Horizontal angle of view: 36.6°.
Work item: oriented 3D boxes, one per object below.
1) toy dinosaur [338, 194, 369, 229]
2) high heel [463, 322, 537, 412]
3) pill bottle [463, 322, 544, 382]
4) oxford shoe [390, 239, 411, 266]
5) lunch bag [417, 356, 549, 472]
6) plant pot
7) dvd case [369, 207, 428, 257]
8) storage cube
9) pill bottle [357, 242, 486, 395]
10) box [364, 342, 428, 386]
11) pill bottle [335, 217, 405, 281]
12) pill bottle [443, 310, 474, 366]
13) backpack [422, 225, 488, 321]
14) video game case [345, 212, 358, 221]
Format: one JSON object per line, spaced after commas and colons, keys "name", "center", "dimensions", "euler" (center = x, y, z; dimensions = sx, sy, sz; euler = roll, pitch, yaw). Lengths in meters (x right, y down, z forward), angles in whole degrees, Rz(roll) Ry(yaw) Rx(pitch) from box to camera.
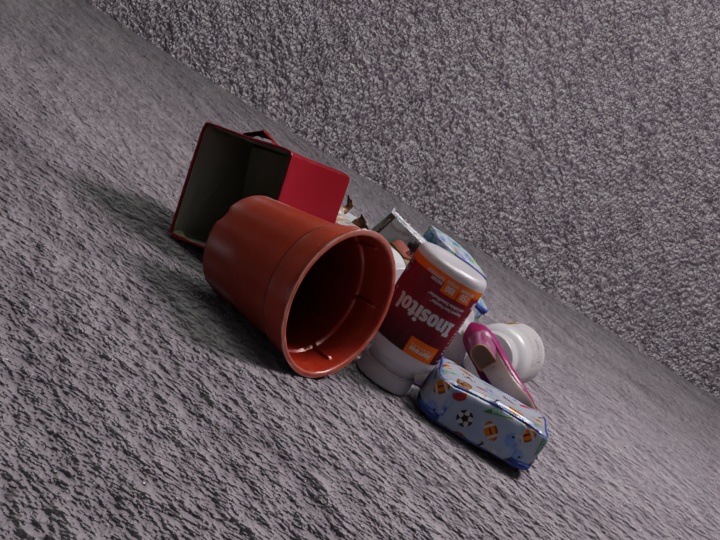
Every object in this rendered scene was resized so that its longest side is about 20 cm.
{"name": "toy dinosaur", "center": [-0.064, -0.078, 1.870], "dimensions": [0.086, 0.135, 0.200], "euler": [59, -1, 10]}
{"name": "high heel", "center": [0.221, 0.171, 1.686], "dimensions": [0.096, 0.067, 0.201], "euler": [-85, 150, -68]}
{"name": "pill bottle", "center": [0.248, 0.149, 1.907], "dimensions": [0.114, 0.115, 0.200], "euler": [35, 11, 19]}
{"name": "oxford shoe", "center": [0.061, 0.013, 1.774], "dimensions": [0.074, 0.071, 0.200], "euler": [-14, 22, -10]}
{"name": "lunch bag", "center": [0.180, 0.206, 1.567], "dimensions": [0.199, 0.076, 0.160], "euler": [32, 8, 2]}
{"name": "plant pot", "center": [-0.091, 0.005, 1.419], "dimensions": [0.194, 0.202, 0.200], "euler": [29, 7, 36]}
{"name": "dvd case", "center": [0.079, 0.005, 1.899], "dimensions": [0.200, 0.146, 0.022], "euler": [46, 32, -8]}
{"name": "storage cube", "center": [-0.147, -0.101, 1.636], "dimensions": [0.170, 0.202, 0.179], "euler": [21, 3, 28]}
{"name": "pill bottle", "center": [0.082, 0.071, 1.543], "dimensions": [0.112, 0.201, 0.113], "euler": [30, 11, -6]}
{"name": "box", "center": [0.096, 0.153, 1.658], "dimensions": [0.199, 0.039, 0.041], "euler": [29, 10, -17]}
{"name": "pill bottle", "center": [0.000, 0.000, 1.706], "dimensions": [0.112, 0.113, 0.200], "euler": [23, 8, -40]}
{"name": "pill bottle", "center": [0.129, 0.096, 1.788], "dimensions": [0.113, 0.114, 0.200], "euler": [31, 16, -2]}
{"name": "backpack", "center": [0.157, 0.021, 2.089], "dimensions": [0.200, 0.147, 0.183], "euler": [45, 5, -15]}
{"name": "video game case", "center": [-0.035, -0.055, 2.005], "dimensions": [0.181, 0.022, 0.201], "euler": [27, 30, -39]}
